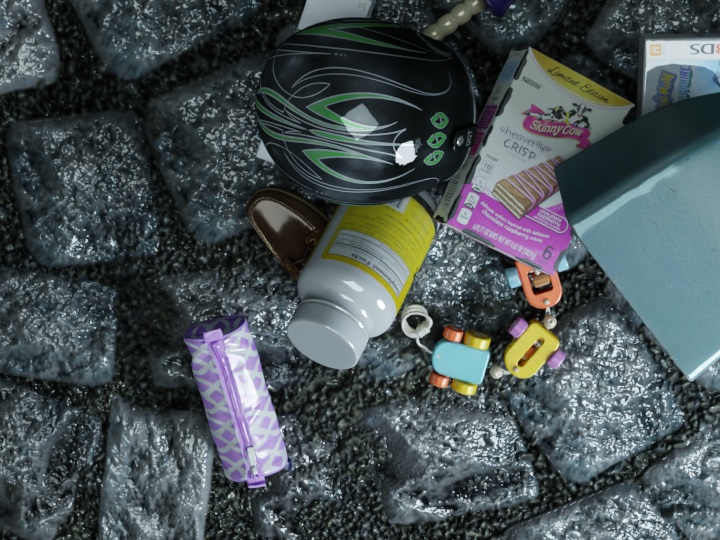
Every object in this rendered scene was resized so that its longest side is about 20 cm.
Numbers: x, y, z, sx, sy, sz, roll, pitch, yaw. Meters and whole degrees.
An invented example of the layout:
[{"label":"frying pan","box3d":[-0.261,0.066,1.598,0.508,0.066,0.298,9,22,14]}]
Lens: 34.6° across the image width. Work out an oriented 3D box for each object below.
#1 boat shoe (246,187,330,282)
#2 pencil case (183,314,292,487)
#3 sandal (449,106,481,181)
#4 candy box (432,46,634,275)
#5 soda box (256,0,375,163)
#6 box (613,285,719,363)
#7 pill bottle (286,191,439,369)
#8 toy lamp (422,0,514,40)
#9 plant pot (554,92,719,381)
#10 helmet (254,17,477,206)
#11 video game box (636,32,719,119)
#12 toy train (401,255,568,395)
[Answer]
[{"label":"boat shoe","box3d":[-0.049,-0.014,1.299,0.200,0.068,0.072,45,105,-8]},{"label":"pencil case","box3d":[-0.146,0.152,1.348,0.083,0.086,0.201,-15,104,8]},{"label":"sandal","box3d":[0.113,-0.120,1.260,0.081,0.055,0.201,-29,102,13]},{"label":"candy box","box3d":[0.181,-0.114,1.215,0.136,0.061,0.201,24,92,-14]},{"label":"soda box","box3d":[-0.048,-0.208,1.245,0.068,0.064,0.201,20,108,-1]},{"label":"box","box3d":[0.406,-0.007,1.237,0.198,0.050,0.200,32,119,-15]},{"label":"pill bottle","box3d":[0.000,0.000,1.222,0.111,0.201,0.112,21,148,14]},{"label":"toy lamp","box3d":[0.087,-0.258,1.221,0.199,0.058,0.058,-35,100,13]},{"label":"plant pot","box3d":[0.324,-0.057,1.089,0.199,0.197,0.196,-36,102,17]},{"label":"helmet","box3d":[-0.004,-0.156,1.138,0.189,0.200,0.202,-4,109,-28]},{"label":"video game box","box3d":[0.386,-0.152,1.230,0.181,0.047,0.202,0,107,8]},{"label":"toy train","box3d":[0.153,0.054,1.311,0.199,0.056,0.151,-23,98,10]}]
